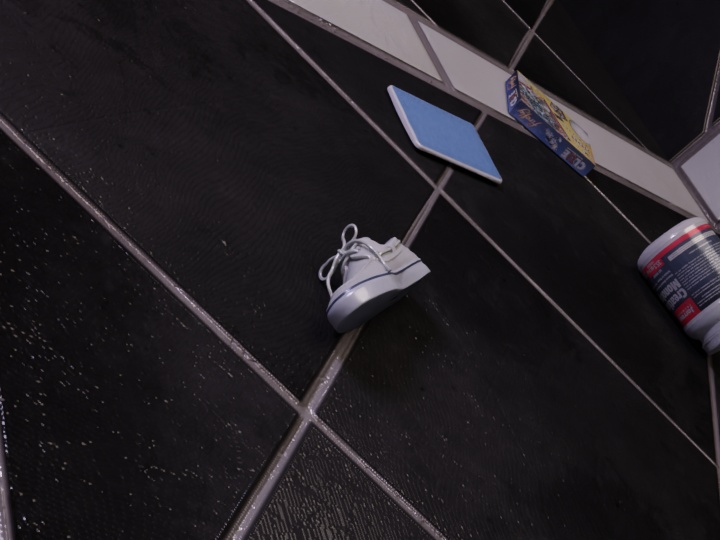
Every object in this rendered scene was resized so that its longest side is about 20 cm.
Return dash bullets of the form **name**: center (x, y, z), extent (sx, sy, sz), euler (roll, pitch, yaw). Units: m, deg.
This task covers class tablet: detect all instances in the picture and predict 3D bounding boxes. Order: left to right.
- **tablet**: center (0.127, -0.200, 1.434), extent (0.199, 0.014, 0.131), euler (15, 42, -43)

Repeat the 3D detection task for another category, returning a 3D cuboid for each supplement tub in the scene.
- **supplement tub**: center (0.578, 0.025, 1.627), extent (0.140, 0.140, 0.201), euler (-2, 54, -54)

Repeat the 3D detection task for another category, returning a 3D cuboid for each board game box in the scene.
- **board game box**: center (0.358, -0.279, 1.822), extent (0.199, 0.035, 0.136), euler (37, 30, -18)

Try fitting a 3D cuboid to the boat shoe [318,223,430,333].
- **boat shoe**: center (0.004, -0.003, 0.958), extent (0.086, 0.075, 0.202), euler (50, 27, 6)
